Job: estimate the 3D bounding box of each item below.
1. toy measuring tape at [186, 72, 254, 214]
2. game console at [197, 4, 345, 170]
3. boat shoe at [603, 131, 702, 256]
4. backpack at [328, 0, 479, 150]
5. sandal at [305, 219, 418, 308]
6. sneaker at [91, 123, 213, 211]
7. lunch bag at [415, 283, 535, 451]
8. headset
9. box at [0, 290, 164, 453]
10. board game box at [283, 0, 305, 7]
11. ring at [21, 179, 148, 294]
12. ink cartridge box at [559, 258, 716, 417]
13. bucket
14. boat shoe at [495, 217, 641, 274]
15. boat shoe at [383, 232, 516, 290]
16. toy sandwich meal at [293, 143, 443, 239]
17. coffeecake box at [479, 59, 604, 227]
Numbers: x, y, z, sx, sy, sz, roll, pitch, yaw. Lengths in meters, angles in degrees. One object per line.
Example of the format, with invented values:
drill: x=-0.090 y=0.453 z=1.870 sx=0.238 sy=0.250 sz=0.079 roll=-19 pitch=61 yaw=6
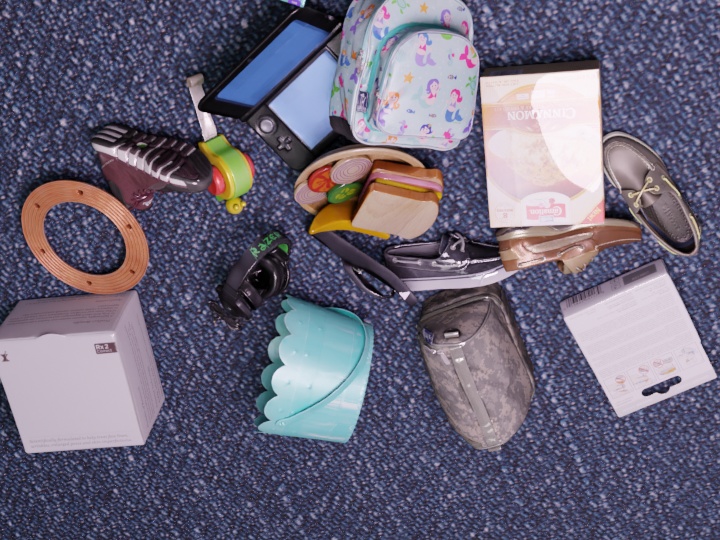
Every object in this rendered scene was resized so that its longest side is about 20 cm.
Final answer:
toy measuring tape: x=-0.189 y=-0.168 z=1.536 sx=0.073 sy=0.074 sz=0.202 roll=-7 pitch=116 yaw=10
game console: x=-0.080 y=-0.231 z=1.468 sx=0.199 sy=0.117 sz=0.176 roll=-38 pitch=107 yaw=22
boat shoe: x=0.393 y=-0.102 z=1.512 sx=0.072 sy=0.060 sz=0.202 roll=-37 pitch=108 yaw=21
backpack: x=0.060 y=-0.255 z=1.405 sx=0.175 sy=0.150 sz=0.203 roll=2 pitch=101 yaw=-30
sandal: x=0.000 y=0.000 z=1.567 sx=0.199 sy=0.076 sz=0.043 roll=34 pitch=87 yaw=25
sneaker: x=-0.282 y=-0.123 z=1.558 sx=0.198 sy=0.076 sz=0.117 roll=24 pitch=135 yaw=26
lunch bag: x=0.162 y=0.134 z=1.597 sx=0.138 sy=0.168 sz=0.202 roll=-17 pitch=113 yaw=14
headset: x=-0.166 y=0.015 z=1.612 sx=0.094 sy=0.123 sz=0.201 roll=37 pitch=136 yaw=14
box: x=-0.421 y=0.152 z=1.691 sx=0.196 sy=0.131 sz=0.202 roll=-5 pitch=116 yaw=9
board game box: x=-0.120 y=-0.383 z=1.349 sx=0.150 sy=0.201 sz=0.045 roll=17 pitch=118 yaw=-4
ring: x=-0.398 y=-0.049 z=1.630 sx=0.198 sy=0.019 sz=0.202 roll=8 pitch=129 yaw=10
ink cartridge box: x=0.403 y=0.099 z=1.626 sx=0.161 sy=0.057 sz=0.201 roll=-25 pitch=120 yaw=17
bucket: x=-0.067 y=0.146 z=1.615 sx=0.133 sy=0.208 sz=0.209 roll=13 pitch=118 yaw=-9
boat shoe: x=0.283 y=-0.032 z=1.534 sx=0.197 sy=0.076 sz=0.075 roll=-4 pitch=90 yaw=-1
boat shoe: x=0.129 y=-0.020 z=1.582 sx=0.197 sy=0.072 sz=0.069 roll=-5 pitch=118 yaw=17
toy sandwich meal: x=0.010 y=-0.096 z=1.509 sx=0.202 sy=0.071 sz=0.206 roll=-5 pitch=153 yaw=-3
coffeecake box: x=0.241 y=-0.164 z=1.470 sx=0.151 sy=0.073 sz=0.203 roll=-2 pitch=109 yaw=14
